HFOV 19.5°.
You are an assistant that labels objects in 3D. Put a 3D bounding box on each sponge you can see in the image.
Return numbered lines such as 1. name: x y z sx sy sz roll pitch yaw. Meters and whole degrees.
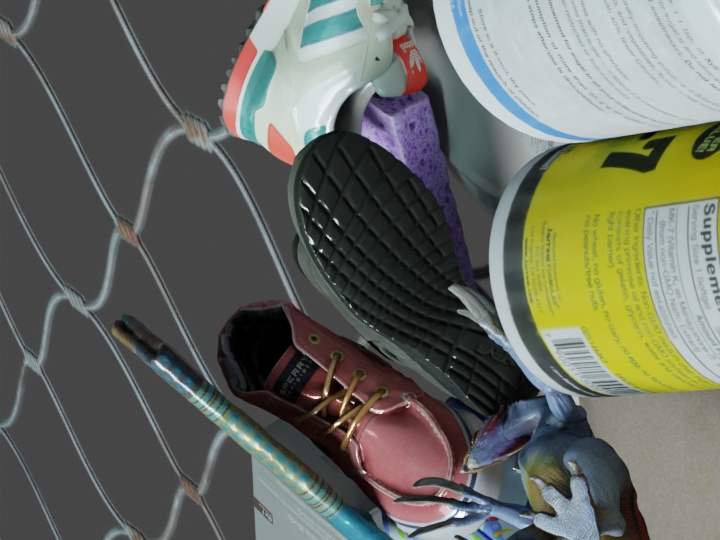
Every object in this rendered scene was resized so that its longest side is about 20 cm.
1. sponge: 0.015 -0.030 1.161 0.111 0.030 0.201 33 148 44

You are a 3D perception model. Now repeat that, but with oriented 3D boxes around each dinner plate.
1. dinner plate: 0.069 -0.096 1.045 0.200 0.024 0.201 40 146 34

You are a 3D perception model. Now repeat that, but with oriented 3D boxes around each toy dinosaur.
1. toy dinosaur: 0.089 0.107 0.957 0.200 0.181 0.105 39 108 9

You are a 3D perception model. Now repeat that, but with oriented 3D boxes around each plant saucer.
1. plant saucer: 0.149 0.084 1.021 0.200 0.032 0.202 37 135 49

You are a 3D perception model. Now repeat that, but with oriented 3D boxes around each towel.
1. towel: -0.048 0.098 1.146 0.200 0.022 0.147 42 173 -16

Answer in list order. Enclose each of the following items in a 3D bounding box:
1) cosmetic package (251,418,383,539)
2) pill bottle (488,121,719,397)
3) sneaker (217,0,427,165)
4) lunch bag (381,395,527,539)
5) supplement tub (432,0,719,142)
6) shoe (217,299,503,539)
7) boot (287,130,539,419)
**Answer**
1. cosmetic package: -0.008 0.185 1.361 0.107 0.090 0.201 35 139 35
2. pill bottle: 0.159 -0.009 0.858 0.199 0.114 0.115 -8 109 48
3. sneaker: 0.004 -0.135 1.034 0.093 0.070 0.201 33 114 20
4. lunch bag: 0.079 0.178 1.201 0.161 0.082 0.201 39 149 38
5. supplement tub: 0.128 -0.122 0.806 0.200 0.131 0.133 -3 113 60
6. shoe: -0.007 0.077 1.119 0.091 0.072 0.200 28 -175 -32
7. boot: 0.000 0.000 1.061 0.130 0.068 0.200 22 158 52
